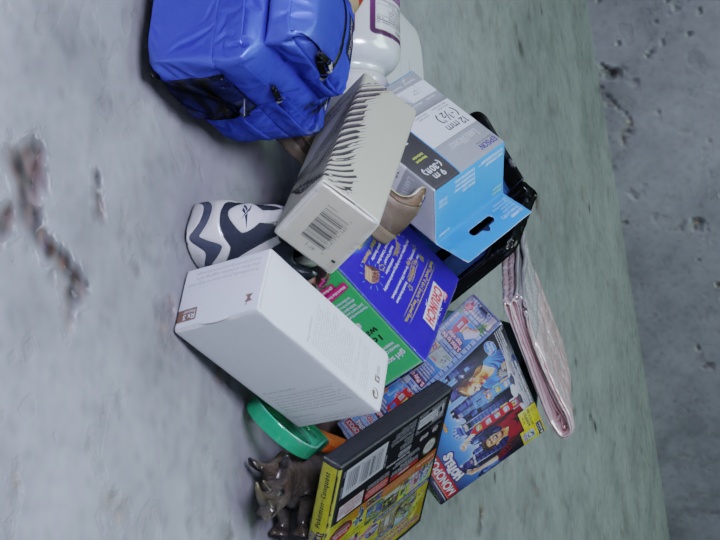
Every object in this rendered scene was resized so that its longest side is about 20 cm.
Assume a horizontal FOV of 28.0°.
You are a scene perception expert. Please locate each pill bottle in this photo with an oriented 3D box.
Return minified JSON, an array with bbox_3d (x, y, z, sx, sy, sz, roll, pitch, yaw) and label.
[{"bbox_3d":[-0.010,-0.282,1.641,0.112,0.112,0.200,31,56,-66],"label":"pill bottle"}]

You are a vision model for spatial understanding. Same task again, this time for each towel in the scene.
[{"bbox_3d":[0.209,0.070,1.696,0.200,0.032,0.191,-79,149,-63],"label":"towel"}]

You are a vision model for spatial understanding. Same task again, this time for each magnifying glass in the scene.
[{"bbox_3d":[-0.051,0.168,1.468,0.080,0.022,0.200,44,4,31],"label":"magnifying glass"}]

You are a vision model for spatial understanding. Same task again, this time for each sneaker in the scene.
[{"bbox_3d":[-0.019,-0.120,1.472,0.200,0.076,0.070,46,5,-6],"label":"sneaker"},{"bbox_3d":[-0.069,0.001,1.383,0.199,0.129,0.080,65,30,-44],"label":"sneaker"}]

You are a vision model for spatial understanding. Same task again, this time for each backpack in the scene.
[{"bbox_3d":[-0.089,-0.205,1.332,0.200,0.168,0.163,51,45,-64],"label":"backpack"}]

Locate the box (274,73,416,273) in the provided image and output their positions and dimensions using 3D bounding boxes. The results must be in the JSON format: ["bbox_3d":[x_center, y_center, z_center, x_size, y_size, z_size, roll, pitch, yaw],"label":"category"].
[{"bbox_3d":[-0.011,-0.093,1.335,0.068,0.082,0.200,36,34,-14],"label":"box"}]

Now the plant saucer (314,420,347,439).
[{"bbox_3d":[-0.011,0.110,1.600,0.200,0.032,0.201,9,79,-53],"label":"plant saucer"}]

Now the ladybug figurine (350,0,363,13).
[{"bbox_3d":[-0.041,-0.352,1.546,0.136,0.072,0.200,13,71,-23],"label":"ladybug figurine"}]

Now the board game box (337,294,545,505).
[{"bbox_3d":[0.085,0.158,1.580,0.062,0.200,0.200,49,-11,46],"label":"board game box"}]

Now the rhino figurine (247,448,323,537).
[{"bbox_3d":[-0.065,0.222,1.446,0.200,0.060,0.088,31,61,-65],"label":"rhino figurine"}]

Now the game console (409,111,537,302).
[{"bbox_3d":[0.095,-0.054,1.677,0.116,0.200,0.176,40,38,-11],"label":"game console"}]

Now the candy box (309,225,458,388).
[{"bbox_3d":[0.000,0.000,1.537,0.200,0.077,0.169,46,33,-12],"label":"candy box"}]

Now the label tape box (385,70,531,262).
[{"bbox_3d":[0.082,-0.113,1.546,0.143,0.200,0.066,-36,158,-44],"label":"label tape box"}]

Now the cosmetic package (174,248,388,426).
[{"bbox_3d":[-0.070,0.067,1.348,0.200,0.102,0.074,46,42,-41],"label":"cosmetic package"}]

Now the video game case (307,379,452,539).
[{"bbox_3d":[0.015,0.225,1.467,0.200,0.025,0.181,-28,138,-49],"label":"video game case"}]

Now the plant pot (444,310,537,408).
[{"bbox_3d":[0.108,0.131,1.740,0.141,0.200,0.142,57,33,-52],"label":"plant pot"}]

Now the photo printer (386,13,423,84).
[{"bbox_3d":[0.025,-0.244,1.790,0.200,0.069,0.167,31,57,-66],"label":"photo printer"}]
